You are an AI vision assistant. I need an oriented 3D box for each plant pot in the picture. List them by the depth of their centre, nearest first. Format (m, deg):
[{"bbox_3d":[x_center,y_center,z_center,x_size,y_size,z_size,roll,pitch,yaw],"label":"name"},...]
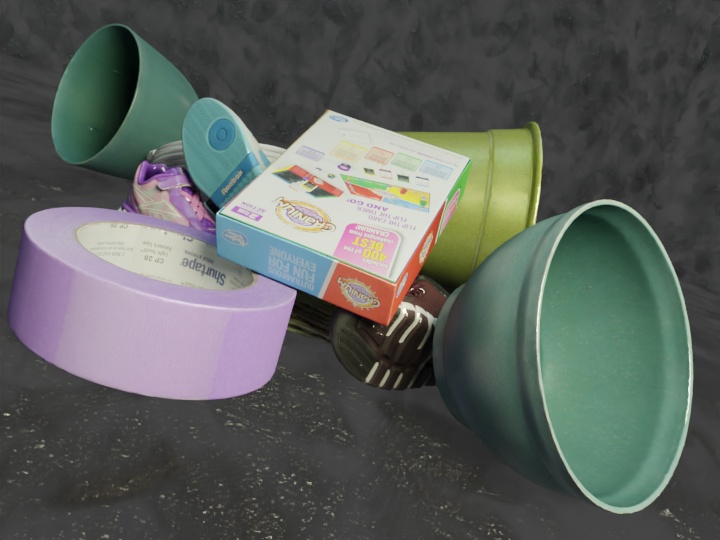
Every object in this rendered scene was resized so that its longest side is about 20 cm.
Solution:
[{"bbox_3d":[0.137,0.061,0.510,0.196,0.207,0.132,9,-11,-39],"label":"plant pot"},{"bbox_3d":[0.073,-0.068,0.726,0.184,0.207,0.200,9,12,0],"label":"plant pot"},{"bbox_3d":[-0.326,-0.226,1.011,0.198,0.205,0.160,27,3,36],"label":"plant pot"}]

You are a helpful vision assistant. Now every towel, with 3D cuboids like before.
[{"bbox_3d":[-0.034,0.032,0.686,0.145,0.038,0.199,22,13,19],"label":"towel"}]

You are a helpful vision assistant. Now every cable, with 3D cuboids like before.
[{"bbox_3d":[-0.179,-0.125,0.914,0.194,0.072,0.199,3,-3,-24],"label":"cable"}]

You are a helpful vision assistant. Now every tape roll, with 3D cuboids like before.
[{"bbox_3d":[-0.148,0.017,0.507,0.195,0.067,0.200,19,12,-4],"label":"tape roll"}]

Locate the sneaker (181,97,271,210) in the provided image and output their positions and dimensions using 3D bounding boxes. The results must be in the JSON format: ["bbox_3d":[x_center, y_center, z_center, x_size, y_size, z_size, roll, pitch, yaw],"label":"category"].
[{"bbox_3d":[-0.108,-0.088,0.742,0.203,0.079,0.130,57,13,11],"label":"sneaker"}]

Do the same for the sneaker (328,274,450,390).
[{"bbox_3d":[0.033,0.043,0.608,0.197,0.076,0.116,21,22,-40],"label":"sneaker"}]

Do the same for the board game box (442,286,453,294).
[{"bbox_3d":[0.145,0.038,0.835,0.196,0.035,0.137,11,34,-39],"label":"board game box"}]

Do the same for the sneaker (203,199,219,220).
[{"bbox_3d":[-0.098,-0.083,0.829,0.073,0.113,0.198,42,14,32],"label":"sneaker"}]

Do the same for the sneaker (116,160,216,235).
[{"bbox_3d":[-0.188,-0.058,0.721,0.198,0.091,0.079,29,15,36],"label":"sneaker"}]

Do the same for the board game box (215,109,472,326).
[{"bbox_3d":[-0.006,-0.056,0.573,0.149,0.041,0.201,21,41,14],"label":"board game box"}]

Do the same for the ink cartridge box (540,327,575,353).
[{"bbox_3d":[0.216,0.067,0.697,0.144,0.088,0.201,19,27,-1],"label":"ink cartridge box"}]
